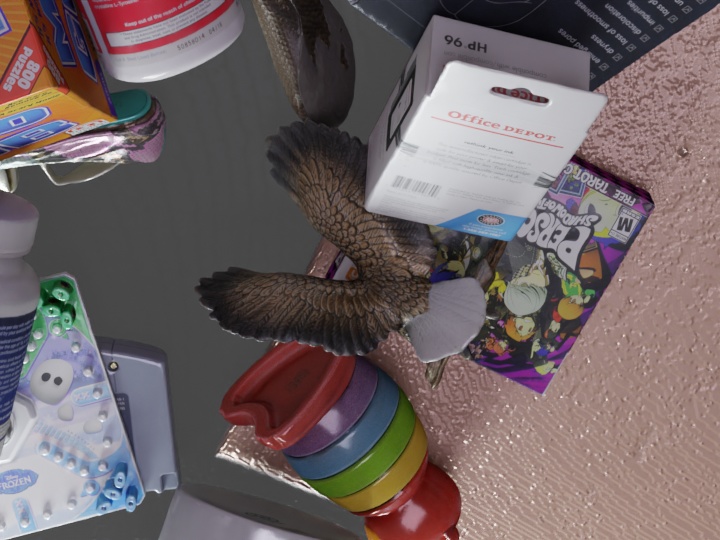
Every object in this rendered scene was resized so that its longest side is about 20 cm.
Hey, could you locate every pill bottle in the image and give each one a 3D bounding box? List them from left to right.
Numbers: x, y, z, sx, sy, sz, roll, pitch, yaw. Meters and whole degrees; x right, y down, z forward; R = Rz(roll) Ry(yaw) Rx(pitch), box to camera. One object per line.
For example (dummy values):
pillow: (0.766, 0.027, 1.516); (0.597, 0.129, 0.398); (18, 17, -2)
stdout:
pill bottle: (-0.297, 0.042, 1.419); (0.110, 0.111, 0.201); (15, 106, -7)
pill bottle: (-0.164, -0.245, 1.372); (0.111, 0.112, 0.201); (-18, 118, 4)

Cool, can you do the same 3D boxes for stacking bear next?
stacking bear: (0.004, 0.147, 1.531); (0.114, 0.121, 0.200); (-46, 116, -11)

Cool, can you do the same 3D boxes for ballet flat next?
ballet flat: (-0.244, -0.094, 1.465); (0.198, 0.069, 0.072); (-4, 129, -1)
ballet flat: (-0.054, -0.189, 1.431); (0.067, 0.046, 0.201); (-48, 134, -30)

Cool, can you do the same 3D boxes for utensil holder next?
utensil holder: (-0.099, 0.285, 1.519); (0.169, 0.170, 0.202); (16, 89, -7)

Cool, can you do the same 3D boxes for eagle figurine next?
eagle figurine: (-0.004, 0.003, 1.436); (0.199, 0.152, 0.151); (31, 127, -15)

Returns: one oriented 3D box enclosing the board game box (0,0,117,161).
board game box: (-0.307, -0.174, 1.329); (0.198, 0.200, 0.201); (-19, 87, 4)

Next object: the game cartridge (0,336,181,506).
game cartridge: (-0.247, 0.119, 1.548); (0.198, 0.042, 0.134); (-4, 105, -1)

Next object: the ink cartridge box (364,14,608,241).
ink cartridge box: (0.084, -0.104, 1.323); (0.115, 0.068, 0.200); (11, 151, -12)

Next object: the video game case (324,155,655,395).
video game case: (0.100, -0.023, 1.511); (0.199, 0.036, 0.182); (26, 107, -11)

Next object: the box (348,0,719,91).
box: (0.120, -0.227, 1.335); (0.196, 0.125, 0.199); (-35, 134, 27)

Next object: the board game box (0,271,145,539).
board game box: (-0.290, 0.120, 1.515); (0.198, 0.026, 0.201); (-15, 108, 4)
